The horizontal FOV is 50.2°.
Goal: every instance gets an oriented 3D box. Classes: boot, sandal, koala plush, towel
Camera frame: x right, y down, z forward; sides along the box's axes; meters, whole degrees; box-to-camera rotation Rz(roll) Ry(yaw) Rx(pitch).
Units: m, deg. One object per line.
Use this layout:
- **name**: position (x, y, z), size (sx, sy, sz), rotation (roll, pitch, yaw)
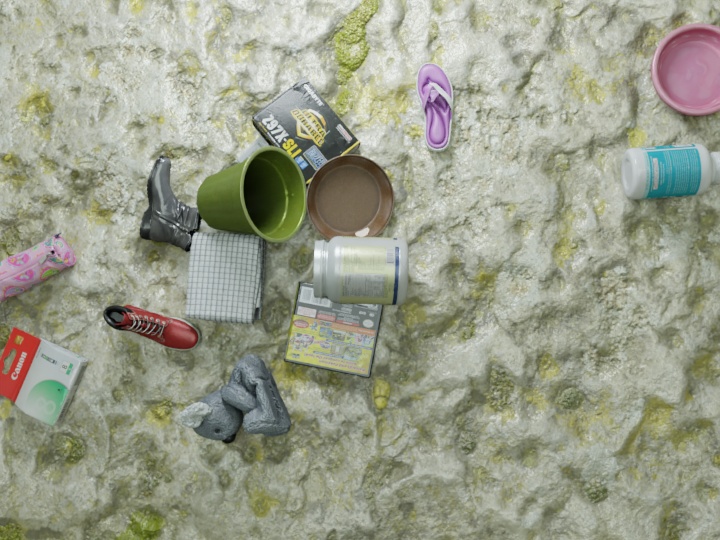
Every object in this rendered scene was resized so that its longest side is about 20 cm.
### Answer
- **boot**: position (-0.459, 0.127, 1.694), size (0.198, 0.144, 0.073), rotation (18, 86, 4)
- **sandal**: position (0.172, -0.369, 1.719), size (0.082, 0.050, 0.205), rotation (-8, 86, 4)
- **koala plush**: position (-0.280, 0.298, 1.666), size (0.199, 0.177, 0.185), rotation (-24, 74, 3)
- **boot**: position (-0.416, -0.151, 1.746), size (0.130, 0.070, 0.202), rotation (12, 100, 8)
- **towel**: position (-0.296, 0.018, 1.719), size (0.164, 0.086, 0.202), rotation (3, 85, 3)

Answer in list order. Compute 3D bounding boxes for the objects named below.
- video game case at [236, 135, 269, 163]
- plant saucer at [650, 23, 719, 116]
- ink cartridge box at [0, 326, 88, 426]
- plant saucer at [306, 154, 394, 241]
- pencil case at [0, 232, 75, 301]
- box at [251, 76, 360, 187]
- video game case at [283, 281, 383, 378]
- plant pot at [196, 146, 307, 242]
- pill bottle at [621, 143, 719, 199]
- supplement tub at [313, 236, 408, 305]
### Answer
- **video game case**: position (-0.165, -0.229, 1.754), size (0.143, 0.018, 0.200), rotation (-43, 84, 1)
- **plant saucer**: position (0.732, -0.433, 1.679), size (0.198, 0.051, 0.203), rotation (0, 86, 5)
- **ink cartridge box**: position (-0.746, 0.240, 1.758), size (0.199, 0.050, 0.162), rotation (23, 89, 3)
- **plant saucer**: position (-0.024, -0.156, 1.706), size (0.198, 0.037, 0.202), rotation (-2, 100, -12)
- **pencil case**: position (-0.754, -0.007, 1.754), size (0.199, 0.087, 0.088), rotation (-25, 85, 4)
- **box**: position (-0.123, -0.309, 1.726), size (0.159, 0.049, 0.200), rotation (-39, 84, -8)
- **video game case**: position (-0.059, 0.132, 1.721), size (0.198, 0.026, 0.182), rotation (10, 87, 4)
- **plant pot**: position (-0.250, -0.156, 1.663), size (0.189, 0.199, 0.202), rotation (-2, 86, 38)
- **pill bottle**: position (0.669, -0.212, 1.641), size (0.198, 0.111, 0.112), rotation (-3, 86, 5)
- **supplement tub**: position (0.000, 0.000, 1.656), size (0.198, 0.145, 0.147), rotation (2, 87, -1)
